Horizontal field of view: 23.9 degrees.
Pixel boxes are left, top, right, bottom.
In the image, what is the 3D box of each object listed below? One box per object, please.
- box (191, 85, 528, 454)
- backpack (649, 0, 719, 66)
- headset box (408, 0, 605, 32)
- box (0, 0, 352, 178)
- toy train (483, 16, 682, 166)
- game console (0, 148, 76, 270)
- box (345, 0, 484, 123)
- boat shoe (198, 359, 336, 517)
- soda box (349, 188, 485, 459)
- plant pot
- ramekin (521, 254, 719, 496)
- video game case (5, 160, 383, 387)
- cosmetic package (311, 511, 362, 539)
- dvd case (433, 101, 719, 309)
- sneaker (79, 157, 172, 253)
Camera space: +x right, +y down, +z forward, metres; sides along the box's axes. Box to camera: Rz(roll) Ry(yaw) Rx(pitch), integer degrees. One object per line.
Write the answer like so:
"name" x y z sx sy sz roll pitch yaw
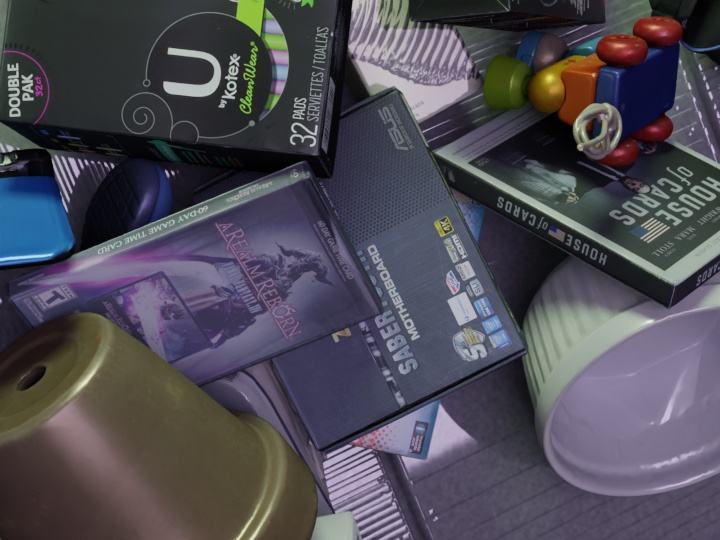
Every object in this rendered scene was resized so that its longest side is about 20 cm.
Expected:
"box" 0.000 0.000 1.141 0.157 0.051 0.200 -26 88 7
"backpack" 0.332 -0.236 1.222 0.154 0.200 0.191 18 79 -46
"headset box" 0.105 -0.243 1.165 0.077 0.200 0.149 -1 95 27
"box" -0.111 -0.144 1.064 0.199 0.124 0.149 7 87 3
"toy train" 0.133 -0.119 1.138 0.115 0.200 0.085 12 113 27
"game console" -0.283 -0.003 1.047 0.199 0.171 0.119 -6 61 -15
"box" 0.003 -0.197 1.184 0.082 0.068 0.200 -31 101 -5
"boat shoe" -0.050 0.137 1.187 0.070 0.071 0.200 -52 125 -46
"soda box" 0.031 0.028 1.208 0.068 0.064 0.201 14 90 -15
"plant pot" -0.150 0.123 1.034 0.200 0.200 0.175 -38 119 -11
"ramekin" 0.208 0.057 1.198 0.200 0.105 0.200 -10 137 -9
"video game case" -0.100 0.017 1.068 0.199 0.019 0.143 -21 138 7
"cosmetic package" -0.088 0.235 1.126 0.199 0.071 0.102 -13 122 11
"dvd case" 0.170 -0.056 1.166 0.150 0.200 0.025 -31 140 -40
"sneaker" -0.143 0.010 1.126 0.082 0.074 0.200 1 130 -20
